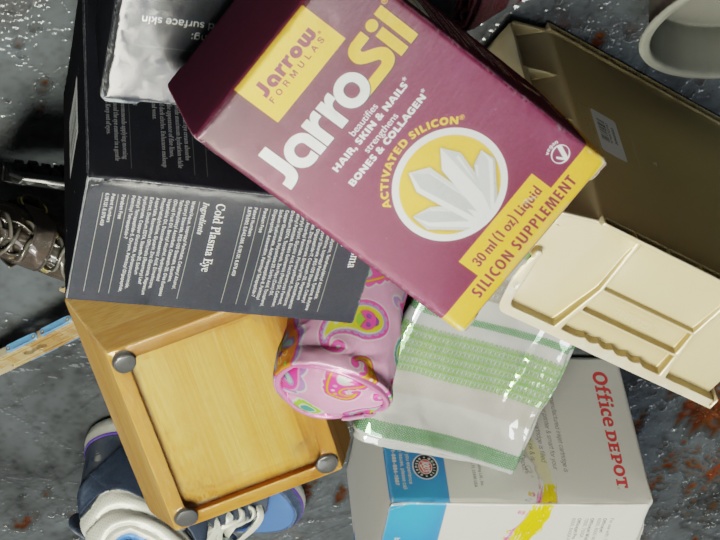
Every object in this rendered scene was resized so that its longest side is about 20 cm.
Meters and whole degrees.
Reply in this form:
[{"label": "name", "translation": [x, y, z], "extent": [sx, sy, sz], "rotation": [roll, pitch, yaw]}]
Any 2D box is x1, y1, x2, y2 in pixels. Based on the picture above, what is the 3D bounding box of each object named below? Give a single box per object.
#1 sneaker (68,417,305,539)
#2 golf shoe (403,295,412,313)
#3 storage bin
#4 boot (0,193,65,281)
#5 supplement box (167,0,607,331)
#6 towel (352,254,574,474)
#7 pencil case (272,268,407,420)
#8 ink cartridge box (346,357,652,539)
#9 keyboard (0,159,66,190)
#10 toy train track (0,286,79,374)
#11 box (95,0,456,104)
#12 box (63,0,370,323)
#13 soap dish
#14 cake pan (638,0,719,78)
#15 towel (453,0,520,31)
[{"label": "sneaker", "translation": [-0.127, 0.204, 1.712], "extent": [0.200, 0.147, 0.081], "rotation": [23, 128, -28]}, {"label": "golf shoe", "translation": [0.065, 0.016, 1.600], "extent": [0.092, 0.073, 0.200], "rotation": [27, 126, -33]}, {"label": "storage bin", "translation": [0.165, -0.042, 1.462], "extent": [0.198, 0.200, 0.094], "rotation": [24, 127, -29]}, {"label": "boot", "translation": [-0.236, -0.028, 1.450], "extent": [0.174, 0.200, 0.069], "rotation": [21, 99, -19]}, {"label": "supplement box", "translation": [0.014, -0.083, 1.233], "extent": [0.200, 0.103, 0.131], "rotation": [35, 101, -24]}, {"label": "towel", "translation": [0.094, 0.045, 1.553], "extent": [0.149, 0.031, 0.200], "rotation": [14, 110, -36]}, {"label": "pencil case", "translation": [0.000, 0.000, 1.488], "extent": [0.087, 0.200, 0.087], "rotation": [10, 151, 6]}, {"label": "ink cartridge box", "translation": [0.102, 0.165, 1.705], "extent": [0.200, 0.147, 0.145], "rotation": [2, 136, -9]}, {"label": "keyboard", "translation": [-0.139, -0.054, 1.488], "extent": [0.200, 0.127, 0.021], "rotation": [8, 91, -14]}, {"label": "toy train track", "translation": [-0.204, 0.028, 1.604], "extent": [0.200, 0.033, 0.115], "rotation": [-26, 151, 26]}, {"label": "box", "translation": [-0.045, -0.199, 1.292], "extent": [0.196, 0.117, 0.200], "rotation": [5, 114, -13]}, {"label": "box", "translation": [-0.089, -0.077, 1.390], "extent": [0.182, 0.200, 0.104], "rotation": [5, 133, -12]}, {"label": "soap dish", "translation": [-0.099, 0.079, 1.553], "extent": [0.157, 0.081, 0.200], "rotation": [-20, 124, -4]}, {"label": "cake pan", "translation": [0.270, -0.176, 1.401], "extent": [0.200, 0.037, 0.200], "rotation": [-10, 164, -3]}, {"label": "towel", "translation": [0.140, -0.227, 1.314], "extent": [0.200, 0.023, 0.144], "rotation": [-29, 149, -35]}]
